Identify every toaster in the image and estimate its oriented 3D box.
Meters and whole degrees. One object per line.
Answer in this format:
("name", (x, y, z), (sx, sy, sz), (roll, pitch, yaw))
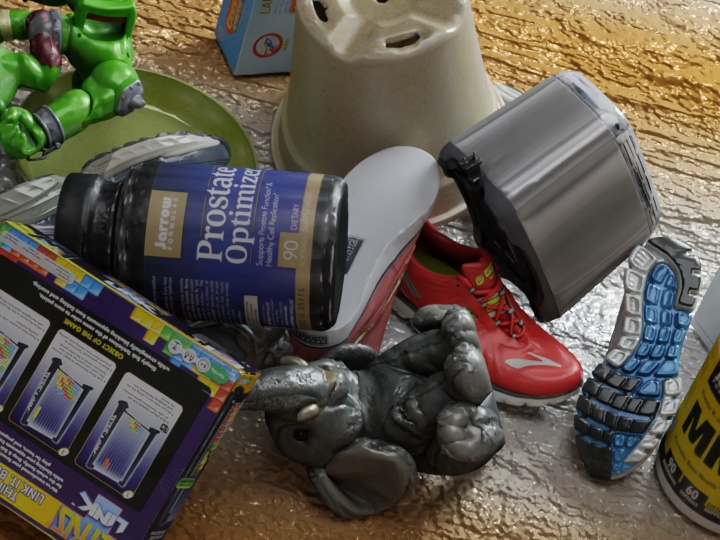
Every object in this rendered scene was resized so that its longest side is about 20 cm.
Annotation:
("toaster", (0.148, -0.065, 1.745), (0.129, 0.200, 0.114), (-36, 48, -7))

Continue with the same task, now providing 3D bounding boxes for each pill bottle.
("pill bottle", (-0.112, -0.019, 1.599), (0.199, 0.112, 0.112), (4, 44, 4))
("pill bottle", (0.304, 0.096, 1.673), (0.114, 0.200, 0.115), (10, 44, -10))

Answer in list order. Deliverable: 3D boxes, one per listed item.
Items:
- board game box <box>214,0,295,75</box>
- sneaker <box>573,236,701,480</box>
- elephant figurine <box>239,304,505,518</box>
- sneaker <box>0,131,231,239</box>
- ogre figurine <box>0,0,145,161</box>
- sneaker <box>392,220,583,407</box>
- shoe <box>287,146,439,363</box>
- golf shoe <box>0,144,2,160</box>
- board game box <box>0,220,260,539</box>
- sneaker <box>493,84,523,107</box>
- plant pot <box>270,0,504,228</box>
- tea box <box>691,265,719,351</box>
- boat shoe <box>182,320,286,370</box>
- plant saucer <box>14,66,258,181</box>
("board game box", (-0.007, -0.261, 1.909), (0.195, 0.200, 0.056), (-5, 48, -26))
("sneaker", (0.219, 0.079, 1.755), (0.075, 0.087, 0.201), (19, 66, 10))
("elephant figurine", (-0.004, 0.102, 1.616), (0.199, 0.156, 0.142), (-16, 12, 2))
("sneaker", (-0.185, -0.042, 1.688), (0.199, 0.078, 0.087), (-22, 88, -4))
("ogre figurine", (-0.236, -0.173, 1.768), (0.119, 0.098, 0.200), (-5, 34, -11))
("sneaker", (0.091, 0.028, 1.744), (0.200, 0.085, 0.077), (37, 47, 17))
("shoe", (0.000, 0.000, 1.713), (0.071, 0.091, 0.200), (20, 55, 14))
("golf shoe", (-0.310, -0.102, 1.716), (0.078, 0.097, 0.200), (8, 44, -11))
("board game box", (-0.194, 0.088, 1.530), (0.200, 0.166, 0.057), (32, 5, 11))
("sneaker", (0.131, -0.080, 1.877), (0.200, 0.076, 0.092), (38, 51, 19))
("plant pot", (0.020, -0.162, 1.791), (0.199, 0.184, 0.201), (-2, 55, 3))
("tea box", (0.410, 0.055, 1.801), (0.196, 0.134, 0.200), (-11, 52, -29))
("boat shoe", (-0.083, 0.026, 1.696), (0.074, 0.065, 0.202), (33, 45, 13))
("plant saucer", (-0.181, -0.084, 1.793), (0.199, 0.031, 0.201), (11, 45, -11))
